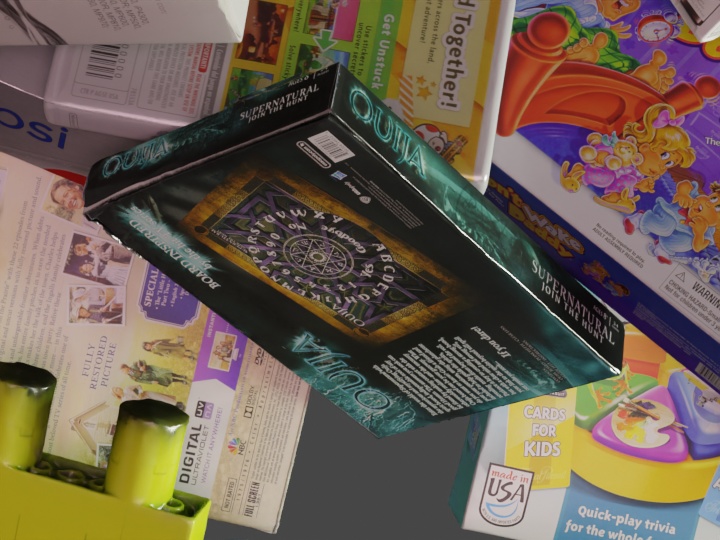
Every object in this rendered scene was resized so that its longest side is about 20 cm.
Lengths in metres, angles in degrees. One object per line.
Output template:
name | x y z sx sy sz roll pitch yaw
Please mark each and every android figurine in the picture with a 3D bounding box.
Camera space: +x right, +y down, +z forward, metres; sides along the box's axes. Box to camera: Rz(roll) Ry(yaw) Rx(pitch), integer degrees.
android figurine | -0.137 0.145 0.865 0.181 0.041 0.202 13 104 7

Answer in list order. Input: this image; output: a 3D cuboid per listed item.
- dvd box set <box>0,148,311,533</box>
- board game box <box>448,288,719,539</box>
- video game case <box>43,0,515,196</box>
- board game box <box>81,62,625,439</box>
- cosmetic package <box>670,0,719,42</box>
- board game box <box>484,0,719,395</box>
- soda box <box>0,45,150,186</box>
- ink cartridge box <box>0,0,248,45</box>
dvd box set | -0.118 0.028 0.896 0.198 0.029 0.147 12 97 -8
board game box | 0.137 0.033 0.913 0.150 0.047 0.202 12 98 -7
video game case | -0.023 -0.137 0.827 0.181 0.023 0.201 10 67 0
board game box | 0.000 0.000 0.816 0.135 0.028 0.200 -17 138 35
cosmetic package | 0.120 -0.201 0.815 0.050 0.083 0.201 -22 73 -36
board game box | 0.123 -0.060 0.842 0.200 0.045 0.135 39 72 11
soda box | -0.100 -0.072 0.848 0.199 0.068 0.064 22 65 -5
ink cartridge box | -0.137 -0.167 0.778 0.198 0.083 0.148 1 61 14
